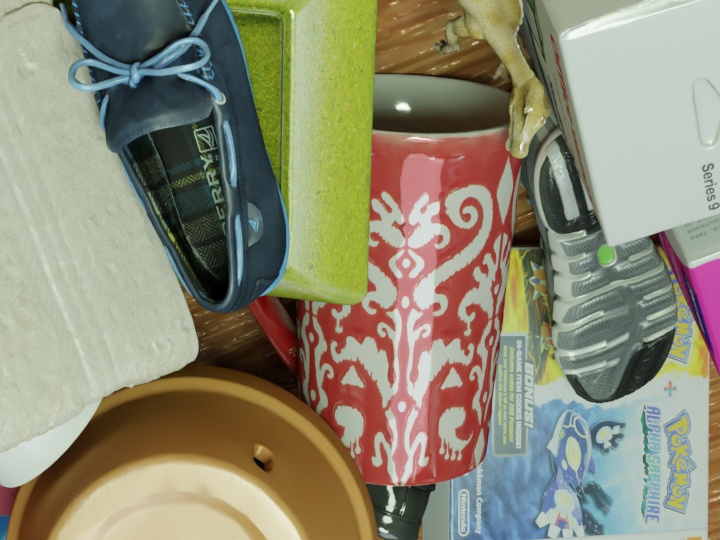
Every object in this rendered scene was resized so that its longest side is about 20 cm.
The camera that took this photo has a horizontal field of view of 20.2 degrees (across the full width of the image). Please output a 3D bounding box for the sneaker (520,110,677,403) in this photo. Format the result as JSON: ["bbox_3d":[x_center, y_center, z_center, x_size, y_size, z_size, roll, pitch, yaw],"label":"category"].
[{"bbox_3d":[0.127,-0.027,1.168,0.074,0.116,0.201,-17,130,-6],"label":"sneaker"}]

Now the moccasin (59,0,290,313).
[{"bbox_3d":[-0.084,-0.076,0.947,0.080,0.068,0.201,-22,102,22],"label":"moccasin"}]

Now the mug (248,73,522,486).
[{"bbox_3d":[0.011,-0.001,1.126,0.133,0.177,0.202,-11,112,-34],"label":"mug"}]

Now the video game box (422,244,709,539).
[{"bbox_3d":[0.127,0.084,1.231,0.181,0.047,0.202,-1,92,-25],"label":"video game box"}]

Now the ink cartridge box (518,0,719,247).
[{"bbox_3d":[0.123,-0.135,1.013,0.083,0.201,0.146,-18,133,3],"label":"ink cartridge box"}]

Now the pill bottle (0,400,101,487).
[{"bbox_3d":[-0.221,0.015,0.991,0.111,0.111,0.200,-38,114,19],"label":"pill bottle"}]

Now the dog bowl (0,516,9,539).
[{"bbox_3d":[-0.245,0.163,1.280,0.199,0.050,0.112,21,123,-31],"label":"dog bowl"}]

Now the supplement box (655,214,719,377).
[{"bbox_3d":[0.204,-0.055,1.108,0.103,0.201,0.102,-21,133,4],"label":"supplement box"}]

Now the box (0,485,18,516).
[{"bbox_3d":[-0.234,0.056,1.132,0.198,0.128,0.109,4,129,-20],"label":"box"}]

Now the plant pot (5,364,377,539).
[{"bbox_3d":[-0.088,0.152,1.019,0.198,0.140,0.202,0,91,-1],"label":"plant pot"}]

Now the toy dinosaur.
[{"bbox_3d":[0.053,-0.158,1.013,0.058,0.101,0.201,-28,105,-12],"label":"toy dinosaur"}]

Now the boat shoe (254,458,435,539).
[{"bbox_3d":[-0.038,0.127,1.227,0.200,0.064,0.073,3,166,46],"label":"boat shoe"}]

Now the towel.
[{"bbox_3d":[-0.164,-0.025,0.952,0.132,0.034,0.201,-25,98,-36],"label":"towel"}]

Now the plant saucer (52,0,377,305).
[{"bbox_3d":[-0.095,-0.077,1.014,0.198,0.048,0.201,7,113,13],"label":"plant saucer"}]
